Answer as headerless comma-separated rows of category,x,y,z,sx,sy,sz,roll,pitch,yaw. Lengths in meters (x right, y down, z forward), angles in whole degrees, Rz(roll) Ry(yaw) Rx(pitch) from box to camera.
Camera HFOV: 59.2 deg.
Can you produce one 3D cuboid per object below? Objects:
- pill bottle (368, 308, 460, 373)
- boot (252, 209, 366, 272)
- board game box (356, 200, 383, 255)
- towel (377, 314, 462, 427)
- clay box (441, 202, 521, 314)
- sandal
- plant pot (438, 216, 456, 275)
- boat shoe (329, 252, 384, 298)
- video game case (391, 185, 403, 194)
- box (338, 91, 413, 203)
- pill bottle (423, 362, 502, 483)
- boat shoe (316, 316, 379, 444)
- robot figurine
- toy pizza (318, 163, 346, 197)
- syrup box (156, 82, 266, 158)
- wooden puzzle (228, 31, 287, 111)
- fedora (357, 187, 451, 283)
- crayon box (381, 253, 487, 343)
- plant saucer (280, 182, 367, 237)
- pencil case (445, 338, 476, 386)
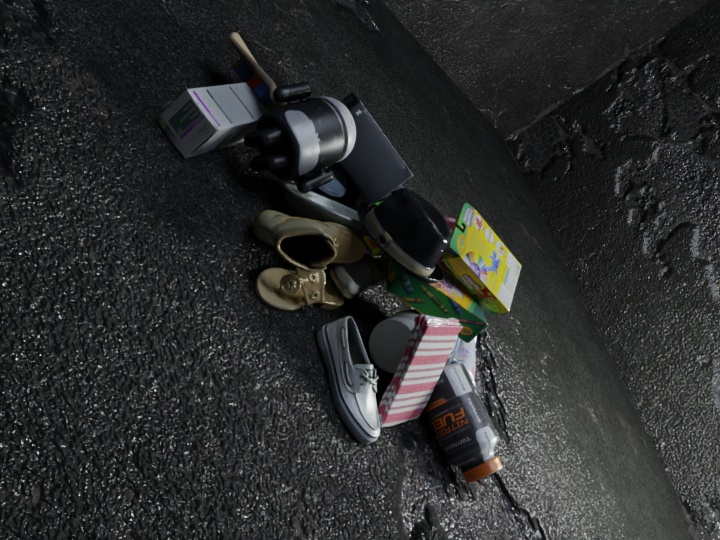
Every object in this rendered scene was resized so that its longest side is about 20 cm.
pill bottle,0.101,0.128,1.177,0.200,0.114,0.114,-2,62,-62
boot,-0.060,-0.038,1.006,0.199,0.073,0.155,16,8,-26
board game box,0.056,-0.104,1.449,0.102,0.048,0.200,57,24,2
towel,0.097,0.168,1.067,0.030,0.201,0.146,29,9,32
clay box,0.223,-0.022,1.190,0.200,0.048,0.115,44,53,-29
sandal,-0.079,0.019,1.030,0.211,0.070,0.078,12,49,-57
plant pot,0.189,-0.021,1.338,0.200,0.200,0.179,54,-12,-4
boat shoe,0.000,0.000,1.159,0.075,0.068,0.200,58,14,1
video game case,0.123,-0.135,1.529,0.200,0.024,0.182,58,2,-24
box,0.004,-0.275,1.410,0.197,0.117,0.200,51,8,-19
pill bottle,0.183,0.278,1.154,0.106,0.106,0.201,9,52,-58
boat shoe,-0.008,0.166,0.988,0.073,0.067,0.201,6,55,-59
robot figurine,-0.101,-0.229,1.101,0.200,0.151,0.125,-28,62,-36
toy pizza,-0.103,-0.234,1.334,0.200,0.032,0.201,42,27,-27
syrup box,-0.238,-0.254,1.055,0.082,0.079,0.200,54,25,-4
wooden puzzle,-0.178,-0.330,1.206,0.200,0.046,0.185,56,2,31
fedora,0.091,-0.074,1.097,0.200,0.092,0.201,36,22,-17
crayon box,0.134,0.037,1.171,0.200,0.058,0.119,33,23,-22
plant saucer,-0.062,-0.100,1.170,0.200,0.050,0.200,24,9,-4
pencil case,0.198,0.183,1.323,0.200,0.083,0.091,-65,140,-62
